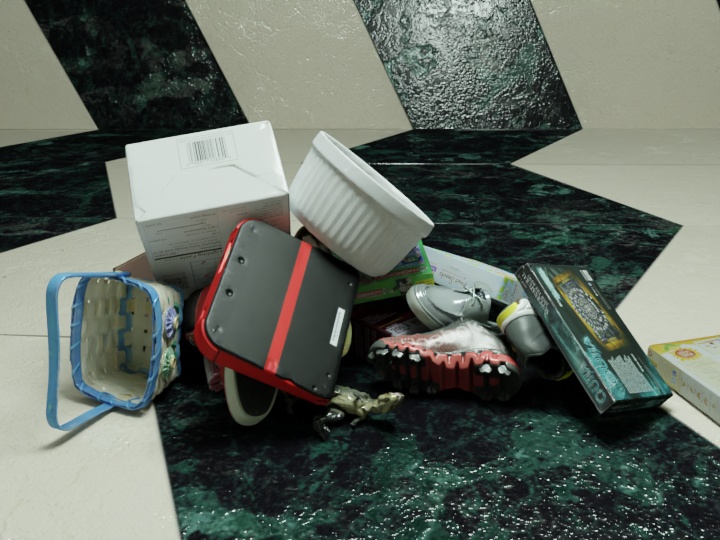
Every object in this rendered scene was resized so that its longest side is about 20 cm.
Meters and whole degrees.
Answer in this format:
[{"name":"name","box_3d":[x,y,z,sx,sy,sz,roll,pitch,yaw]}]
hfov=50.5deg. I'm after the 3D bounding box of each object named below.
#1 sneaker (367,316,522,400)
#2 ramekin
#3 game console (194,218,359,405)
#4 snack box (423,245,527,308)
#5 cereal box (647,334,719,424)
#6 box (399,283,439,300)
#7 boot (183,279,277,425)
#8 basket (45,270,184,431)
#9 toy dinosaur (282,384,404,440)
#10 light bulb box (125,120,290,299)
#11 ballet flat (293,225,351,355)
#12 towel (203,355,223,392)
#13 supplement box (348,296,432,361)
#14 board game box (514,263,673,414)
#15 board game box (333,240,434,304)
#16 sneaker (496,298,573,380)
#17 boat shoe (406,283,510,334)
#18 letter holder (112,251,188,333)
[{"name":"sneaker","box_3d":[0.109,0.107,0.980,0.195,0.072,0.099,5,39,10]},{"name":"ramekin","box_3d":[-0.006,-0.082,1.028,0.199,0.106,0.200,38,9,-7]},{"name":"game console","box_3d":[-0.094,0.043,0.912,0.174,0.031,0.203,27,50,-16]},{"name":"snack box","box_3d":[0.194,0.018,1.210,0.140,0.054,0.198,12,8,-39]},{"name":"cereal box","box_3d":[0.470,0.139,0.941,0.140,0.041,0.200,-5,20,-11]},{"name":"box","box_3d":[0.105,0.032,1.186,0.197,0.022,0.162,13,8,-38]},{"name":"boot","box_3d":[-0.171,0.104,0.957,0.071,0.205,0.143,14,-32,-42]},{"name":"basket","box_3d":[-0.306,0.083,0.939,0.136,0.181,0.199,10,11,26]},{"name":"toy dinosaur","box_3d":[-0.042,0.158,0.920,0.196,0.049,0.087,8,17,38]},{"name":"light bulb box","box_3d":[-0.197,-0.074,1.033,0.193,0.202,0.127,-11,60,-10]},{"name":"ballet flat","box_3d":[-0.057,0.021,1.006,0.069,0.072,0.203,-5,51,-11]},{"name":"towel","box_3d":[-0.119,0.089,1.049,0.195,0.031,0.147,-15,31,-7]},{"name":"supplement box","box_3d":[0.021,0.078,1.109,0.107,0.063,0.198,-18,24,-39]},{"name":"board game box","box_3d":[0.283,0.078,0.934,0.133,0.028,0.203,4,48,-40]},{"name":"board game box","box_3d":[0.000,0.000,1.104,0.195,0.030,0.136,-10,30,0]},{"name":"sneaker","box_3d":[0.253,0.106,0.973,0.196,0.075,0.086,18,44,-30]},{"name":"boat shoe","box_3d":[0.150,0.050,1.040,0.198,0.072,0.071,21,40,-34]},{"name":"letter holder","box_3d":[-0.242,0.028,1.145,0.198,0.101,0.143,-30,64,-21]}]
